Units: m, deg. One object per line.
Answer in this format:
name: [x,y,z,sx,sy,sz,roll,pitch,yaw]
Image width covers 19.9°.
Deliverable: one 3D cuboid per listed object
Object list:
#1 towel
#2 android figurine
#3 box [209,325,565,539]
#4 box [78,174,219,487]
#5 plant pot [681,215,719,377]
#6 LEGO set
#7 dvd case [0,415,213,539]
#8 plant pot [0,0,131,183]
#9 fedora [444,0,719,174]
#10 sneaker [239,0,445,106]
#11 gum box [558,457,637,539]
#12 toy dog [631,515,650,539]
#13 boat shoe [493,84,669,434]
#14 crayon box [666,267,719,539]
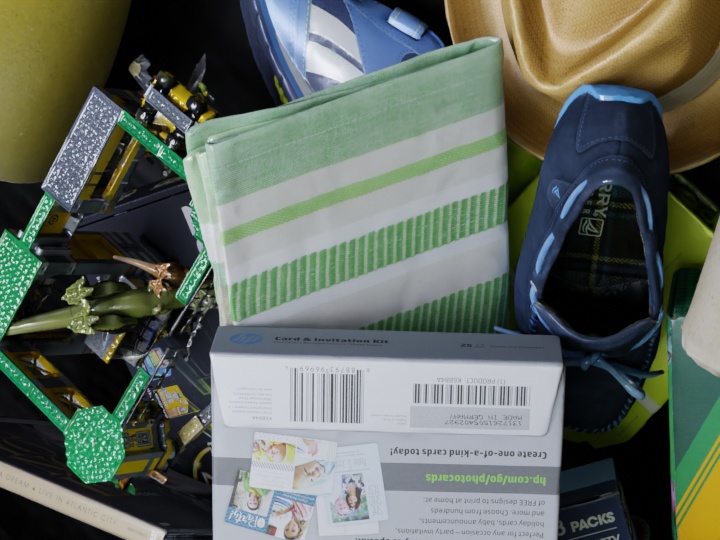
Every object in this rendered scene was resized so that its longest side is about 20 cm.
towel: [0.000,0.000,0.942,0.023,0.152,0.201,-129,26,-48]
android figurine: [0.122,0.004,1.009,0.182,0.041,0.200,41,120,3]
box: [0.011,0.127,0.921,0.154,0.041,0.202,1,107,3]
box: [-0.049,0.038,1.101,0.160,0.049,0.201,-16,103,29]
plant pot: [0.223,-0.022,0.819,0.199,0.200,0.185,26,94,13]
LEGO set: [-0.094,0.002,1.011,0.153,0.116,0.201,31,105,27]
dvd case: [-0.137,0.108,1.065,0.199,0.148,0.016,17,92,30]
plant pot: [-0.186,-0.163,1.008,0.200,0.200,0.142,43,109,3]
fedora: [0.114,-0.136,0.907,0.199,0.082,0.203,4,99,24]
sneaker: [-0.003,-0.101,1.005,0.082,0.074,0.201,-26,78,-7]
gum box: [0.068,0.208,0.989,0.169,0.045,0.201,-16,107,9]
toy dog: [0.163,0.172,1.050,0.199,0.096,0.133,8,119,38]
boat shoe: [0.098,0.009,0.926,0.083,0.069,0.201,0,134,9]
crayon box: [0.242,0.063,0.943,0.198,0.058,0.120,0,114,12]
